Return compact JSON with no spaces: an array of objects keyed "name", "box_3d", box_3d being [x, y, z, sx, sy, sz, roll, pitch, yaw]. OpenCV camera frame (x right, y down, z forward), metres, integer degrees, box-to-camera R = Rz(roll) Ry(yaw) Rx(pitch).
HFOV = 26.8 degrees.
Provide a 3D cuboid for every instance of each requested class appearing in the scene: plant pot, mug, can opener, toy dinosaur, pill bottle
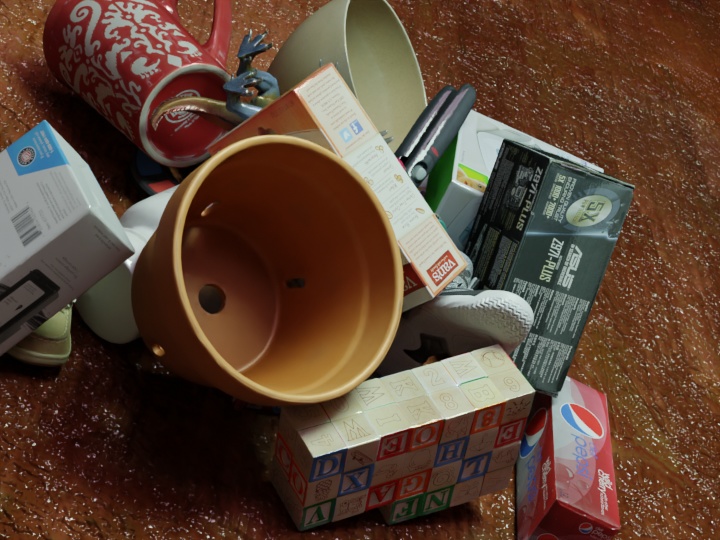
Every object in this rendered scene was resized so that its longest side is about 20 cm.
[{"name":"plant pot","box_3d":[-0.027,-0.189,1.634,0.200,0.134,0.201,41,42,-51]},{"name":"plant pot","box_3d":[-0.086,0.012,1.161,0.199,0.140,0.201,10,73,-32]},{"name":"mug","box_3d":[-0.202,-0.211,1.466,0.133,0.178,0.200,11,23,-41]},{"name":"can opener","box_3d":[0.057,-0.120,1.536,0.063,0.079,0.200,17,55,45]},{"name":"toy dinosaur","box_3d":[-0.069,-0.139,1.431,0.182,0.199,0.105,60,20,-45]},{"name":"pill bottle","box_3d":[-0.146,-0.015,1.287,0.114,0.115,0.200,39,40,19]}]

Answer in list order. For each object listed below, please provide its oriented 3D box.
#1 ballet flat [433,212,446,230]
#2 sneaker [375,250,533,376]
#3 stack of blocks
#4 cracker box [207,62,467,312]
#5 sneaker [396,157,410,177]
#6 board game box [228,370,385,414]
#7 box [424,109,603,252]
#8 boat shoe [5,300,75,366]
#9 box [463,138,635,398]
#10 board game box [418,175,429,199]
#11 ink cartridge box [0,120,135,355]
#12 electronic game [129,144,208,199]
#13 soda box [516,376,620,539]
[{"name":"ballet flat","box_3d":[0.000,0.000,1.384,0.072,0.072,0.200,37,44,17]},{"name":"sneaker","box_3d":[0.080,0.023,1.297,0.076,0.199,0.114,46,54,-22]},{"name":"stack of blocks","box_3d":[0.031,0.141,1.198,0.199,0.116,0.059,-13,45,-26]},{"name":"cracker box","box_3d":[-0.021,-0.052,1.241,0.058,0.134,0.200,-41,99,-40]},{"name":"sneaker","box_3d":[-0.041,-0.081,1.375,0.199,0.075,0.081,8,38,20]},{"name":"board game box","box_3d":[-0.033,0.091,1.325,0.199,0.020,0.103,10,35,-30]},{"name":"box","box_3d":[0.159,-0.061,1.575,0.176,0.097,0.200,24,28,-4]},{"name":"boat shoe","box_3d":[-0.270,-0.003,1.222,0.073,0.063,0.201,12,33,-27]},{"name":"box","box_3d":[0.156,-0.007,1.387,0.086,0.201,0.164,18,7,-12]},{"name":"board game box","box_3d":[0.124,-0.032,1.637,0.199,0.040,0.153,21,30,-14]},{"name":"ink cartridge box","box_3d":[-0.283,-0.005,1.143,0.116,0.200,0.068,55,3,40]},{"name":"electronic game","box_3d":[-0.126,-0.098,1.477,0.199,0.042,0.200,6,35,-4]},{"name":"soda box","box_3d":[0.179,0.174,1.323,0.063,0.070,0.200,26,29,-9]}]
